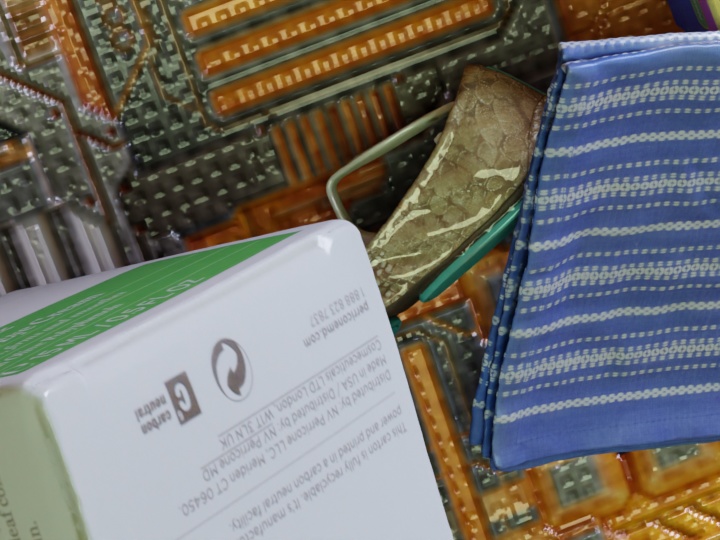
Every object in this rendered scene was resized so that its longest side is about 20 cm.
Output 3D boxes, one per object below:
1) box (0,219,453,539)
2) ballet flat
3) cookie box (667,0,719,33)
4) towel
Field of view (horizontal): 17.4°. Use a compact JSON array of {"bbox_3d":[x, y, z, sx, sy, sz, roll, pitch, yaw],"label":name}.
[{"bbox_3d":[-0.086,0.111,0.806,0.170,0.199,0.201,-13,99,33],"label":"box"},{"bbox_3d":[0.000,0.000,0.910,0.065,0.071,0.200,44,94,7],"label":"ballet flat"},{"bbox_3d":[0.186,-0.196,0.862,0.199,0.075,0.172,-26,112,0],"label":"cookie box"},{"bbox_3d":[0.124,-0.004,0.899,0.144,0.024,0.201,-5,132,-16],"label":"towel"}]
